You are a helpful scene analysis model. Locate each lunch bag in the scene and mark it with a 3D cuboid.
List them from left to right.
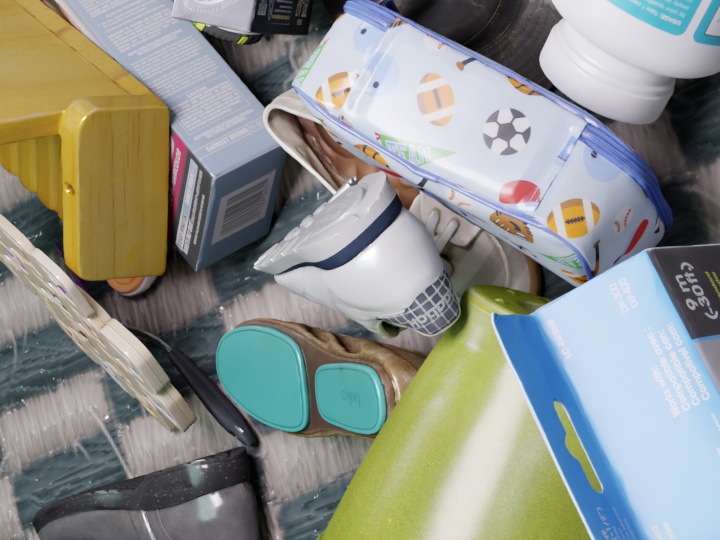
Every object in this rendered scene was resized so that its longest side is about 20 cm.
[{"bbox_3d":[0.063,-0.062,1.322,0.200,0.160,0.076,33,89,19],"label":"lunch bag"}]

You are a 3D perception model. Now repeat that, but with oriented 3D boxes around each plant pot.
[{"bbox_3d":[0.084,0.116,1.330,0.200,0.200,0.194,25,100,40],"label":"plant pot"}]

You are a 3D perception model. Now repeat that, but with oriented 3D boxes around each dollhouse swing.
[{"bbox_3d":[-0.240,-0.076,1.506,0.200,0.175,0.182,39,141,33],"label":"dollhouse swing"}]

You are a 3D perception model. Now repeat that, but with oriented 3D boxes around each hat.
[{"bbox_3d":[0.031,-0.172,1.407,0.200,0.081,0.202,5,97,43],"label":"hat"}]

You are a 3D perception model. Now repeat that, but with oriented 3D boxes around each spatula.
[{"bbox_3d":[-0.132,0.048,1.624,0.200,0.057,0.021,38,78,28],"label":"spatula"}]

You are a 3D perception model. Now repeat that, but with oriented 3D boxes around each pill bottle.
[{"bbox_3d":[0.161,-0.173,1.260,0.111,0.111,0.200,45,123,31],"label":"pill bottle"}]

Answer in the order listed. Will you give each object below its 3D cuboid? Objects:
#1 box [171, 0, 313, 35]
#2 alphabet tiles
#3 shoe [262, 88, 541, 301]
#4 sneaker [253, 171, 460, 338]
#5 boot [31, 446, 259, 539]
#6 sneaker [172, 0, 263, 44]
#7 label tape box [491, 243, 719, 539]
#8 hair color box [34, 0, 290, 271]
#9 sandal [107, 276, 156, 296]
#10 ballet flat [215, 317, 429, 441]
[{"bbox_3d":[-0.049,-0.209,1.389,0.043,0.200,0.161,11,97,6],"label":"box"},{"bbox_3d":[-0.178,0.022,1.589,0.015,0.196,0.200,-44,55,-11],"label":"alphabet tiles"},{"bbox_3d":[0.021,-0.038,1.447,0.200,0.053,0.070,44,125,26],"label":"shoe"},{"bbox_3d":[0.000,0.000,1.365,0.076,0.200,0.081,-45,98,-4],"label":"sneaker"},{"bbox_3d":[-0.127,0.194,1.616,0.200,0.070,0.132,-19,87,48],"label":"boot"},{"bbox_3d":[-0.109,-0.226,1.552,0.200,0.075,0.076,46,117,18],"label":"sneaker"},{"bbox_3d":[0.167,0.064,1.218,0.066,0.200,0.144,-38,69,34],"label":"label tape box"},{"bbox_3d":[-0.129,-0.108,1.549,0.200,0.060,0.099,50,151,22],"label":"hair color box"},{"bbox_3d":[-0.180,-0.083,1.637,0.079,0.059,0.208,-27,76,42],"label":"sandal"},{"bbox_3d":[-0.007,0.061,1.469,0.200,0.072,0.068,3,99,59],"label":"ballet flat"}]
